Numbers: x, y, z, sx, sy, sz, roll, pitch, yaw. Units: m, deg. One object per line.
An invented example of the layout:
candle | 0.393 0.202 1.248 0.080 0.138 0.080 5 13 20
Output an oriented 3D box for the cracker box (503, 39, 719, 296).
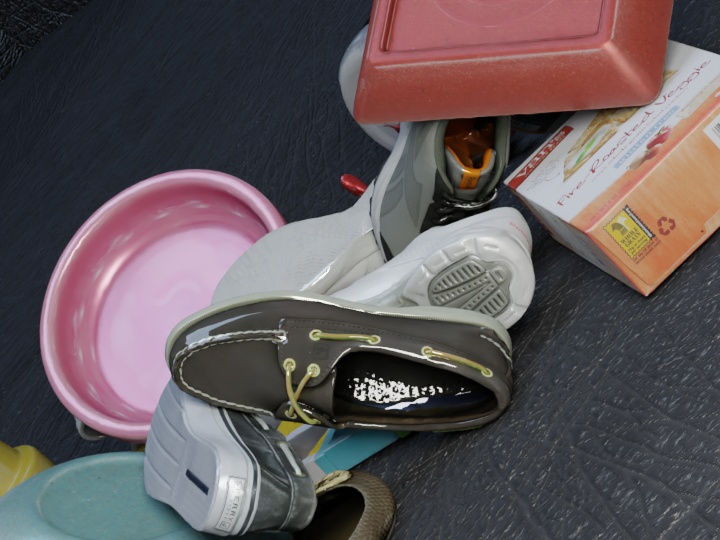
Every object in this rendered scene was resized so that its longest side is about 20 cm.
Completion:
cracker box | 0.169 -0.065 1.583 0.134 0.058 0.200 -44 14 -1

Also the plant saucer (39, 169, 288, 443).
plant saucer | -0.126 0.029 1.882 0.200 0.051 0.201 -12 63 23

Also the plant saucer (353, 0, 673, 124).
plant saucer | 0.093 -0.188 1.628 0.200 0.037 0.200 -2 62 27

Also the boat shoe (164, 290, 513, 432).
boat shoe | -0.013 0.056 1.544 0.201 0.072 0.061 0 30 0

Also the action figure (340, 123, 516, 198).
action figure | 0.030 -0.088 1.950 0.200 0.099 0.065 -24 39 47

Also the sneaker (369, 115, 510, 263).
sneaker | 0.053 -0.054 1.695 0.074 0.200 0.079 -7 40 -16

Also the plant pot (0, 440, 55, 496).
plant pot | -0.334 0.181 2.011 0.201 0.189 0.201 -42 14 13

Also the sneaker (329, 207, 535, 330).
sneaker | 0.027 0.026 1.634 0.200 0.078 0.099 -26 15 23

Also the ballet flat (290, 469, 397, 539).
ballet flat | -0.017 0.154 1.505 0.067 0.046 0.200 -40 15 15

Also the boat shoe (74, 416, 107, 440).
boat shoe | -0.126 0.064 1.949 0.200 0.074 0.065 -31 49 28

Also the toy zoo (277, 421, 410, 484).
toy zoo | 0.000 0.084 1.704 0.200 0.020 0.131 -34 18 34

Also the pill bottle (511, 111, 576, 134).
pill bottle | 0.126 -0.158 1.751 0.116 0.116 0.200 -46 -2 -7

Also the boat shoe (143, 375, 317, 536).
boat shoe | -0.076 0.116 1.571 0.200 0.071 0.072 -133 61 -68

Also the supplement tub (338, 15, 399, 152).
supplement tub | 0.077 -0.184 2.034 0.123 0.123 0.200 -27 23 49

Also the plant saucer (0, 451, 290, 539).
plant saucer | -0.141 0.151 1.616 0.201 0.039 0.201 -1 25 0

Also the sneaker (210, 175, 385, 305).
sneaker | 0.000 0.000 1.797 0.200 0.089 0.075 -31 41 4

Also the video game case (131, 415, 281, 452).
video game case | -0.087 0.094 1.911 0.200 0.023 0.182 -43 15 9
